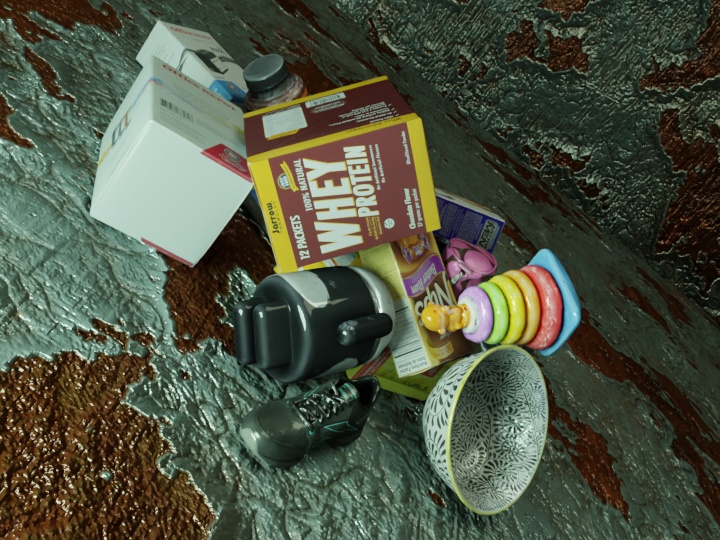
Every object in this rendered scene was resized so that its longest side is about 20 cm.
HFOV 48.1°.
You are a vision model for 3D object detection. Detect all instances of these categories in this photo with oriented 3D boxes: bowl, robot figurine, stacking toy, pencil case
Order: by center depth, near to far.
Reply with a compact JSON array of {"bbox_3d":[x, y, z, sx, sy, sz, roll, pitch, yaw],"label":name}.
[{"bbox_3d":[-0.050,0.062,0.936,0.198,0.126,0.151,-8,46,-42],"label":"robot figurine"},{"bbox_3d":[0.140,0.189,1.005,0.199,0.205,0.093,19,-10,-42],"label":"bowl"},{"bbox_3d":[0.163,0.053,1.011,0.197,0.110,0.118,-6,59,-24],"label":"stacking toy"},{"bbox_3d":[0.109,0.051,1.144,0.090,0.202,0.094,27,28,-2],"label":"pencil case"}]

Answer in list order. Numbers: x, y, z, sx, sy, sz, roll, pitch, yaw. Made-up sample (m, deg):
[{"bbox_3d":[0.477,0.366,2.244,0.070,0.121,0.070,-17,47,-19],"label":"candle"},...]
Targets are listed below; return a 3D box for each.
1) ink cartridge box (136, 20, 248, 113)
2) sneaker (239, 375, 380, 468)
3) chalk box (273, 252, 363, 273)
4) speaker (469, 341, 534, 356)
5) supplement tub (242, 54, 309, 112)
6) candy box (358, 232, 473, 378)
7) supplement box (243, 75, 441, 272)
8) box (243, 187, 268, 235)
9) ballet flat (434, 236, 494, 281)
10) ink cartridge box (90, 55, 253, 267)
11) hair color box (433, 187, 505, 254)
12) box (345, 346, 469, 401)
[{"bbox_3d":[-0.262,-0.322,1.381,0.200,0.084,0.145,47,23,15],"label":"ink cartridge box"},{"bbox_3d":[-0.050,0.149,0.862,0.076,0.080,0.199,49,25,21],"label":"sneaker"},{"bbox_3d":[0.000,0.000,1.156,0.125,0.124,0.199,50,24,25],"label":"chalk box"},{"bbox_3d":[0.195,0.120,1.180,0.081,0.081,0.200,45,-15,12],"label":"speaker"},{"bbox_3d":[-0.125,-0.248,1.327,0.108,0.105,0.202,-114,-179,-48],"label":"supplement tub"},{"bbox_3d":[0.068,0.026,1.039,0.116,0.056,0.203,-8,78,-55],"label":"candy box"},{"bbox_3d":[-0.028,-0.122,0.965,0.201,0.194,0.135,-110,-175,-63],"label":"supplement box"},{"bbox_3d":[-0.113,-0.118,1.219,0.121,0.048,0.201,-29,66,-26],"label":"box"},{"bbox_3d":[0.128,-0.037,1.296,0.197,0.069,0.063,25,41,2],"label":"ballet flat"},{"bbox_3d":[-0.234,-0.140,1.007,0.144,0.145,0.201,28,25,-28],"label":"ink cartridge box"},{"bbox_3d":[0.115,-0.095,1.265,0.197,0.066,0.109,21,12,-14],"label":"hair color box"},{"bbox_3d":[0.069,0.128,1.099,0.198,0.075,0.050,24,29,-38],"label":"box"}]
